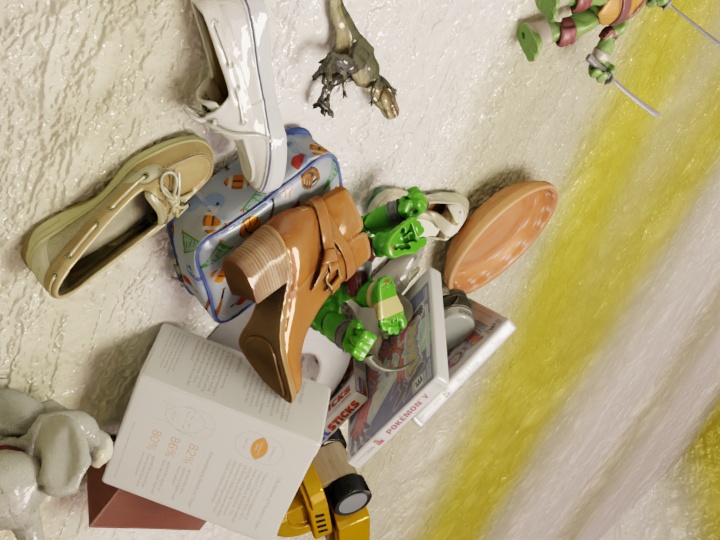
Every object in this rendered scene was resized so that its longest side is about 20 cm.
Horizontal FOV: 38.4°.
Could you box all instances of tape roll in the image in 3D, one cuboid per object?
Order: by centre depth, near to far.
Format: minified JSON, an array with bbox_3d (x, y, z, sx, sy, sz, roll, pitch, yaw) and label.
[{"bbox_3d":[-0.107,0.120,1.249,0.199,0.066,0.201,-31,145,-24],"label":"tape roll"}]

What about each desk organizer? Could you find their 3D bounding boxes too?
[{"bbox_3d":[-0.245,0.256,1.228,0.077,0.072,0.199,-50,148,10],"label":"desk organizer"}]

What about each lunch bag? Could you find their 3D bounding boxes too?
[{"bbox_3d":[-0.106,-0.042,1.068,0.199,0.076,0.161,-35,148,-20],"label":"lunch bag"}]

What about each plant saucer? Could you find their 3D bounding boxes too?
[{"bbox_3d":[0.186,-0.050,1.409,0.199,0.038,0.201,-35,157,-17],"label":"plant saucer"}]

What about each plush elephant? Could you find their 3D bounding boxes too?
[{"bbox_3d":[-0.324,0.191,0.965,0.163,0.156,0.201,-17,135,-7],"label":"plush elephant"}]

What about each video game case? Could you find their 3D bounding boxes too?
[{"bbox_3d":[0.042,0.118,1.287,0.023,0.201,0.182,28,124,-21],"label":"video game case"},{"bbox_3d":[0.116,0.120,1.427,0.182,0.200,0.024,-45,103,-2],"label":"video game case"}]

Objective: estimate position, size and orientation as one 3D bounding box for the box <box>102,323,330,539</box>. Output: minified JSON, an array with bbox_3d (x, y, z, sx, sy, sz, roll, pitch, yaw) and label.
[{"bbox_3d":[-0.153,0.176,1.115,0.107,0.198,0.153,-80,-166,-62],"label":"box"}]

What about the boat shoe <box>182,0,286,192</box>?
[{"bbox_3d":[-0.120,-0.152,0.923,0.085,0.075,0.204,-22,131,-22],"label":"boat shoe"}]

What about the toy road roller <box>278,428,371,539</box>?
[{"bbox_3d":[-0.070,0.326,1.471,0.145,0.123,0.201,-20,141,-13],"label":"toy road roller"}]

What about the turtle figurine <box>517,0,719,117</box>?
[{"bbox_3d":[0.295,-0.276,1.193,0.192,0.144,0.202,-11,93,-19],"label":"turtle figurine"}]

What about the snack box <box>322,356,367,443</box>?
[{"bbox_3d":[-0.063,0.201,1.343,0.024,0.072,0.200,33,115,-23],"label":"snack box"}]

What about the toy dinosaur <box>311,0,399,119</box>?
[{"bbox_3d":[-0.014,-0.205,1.026,0.088,0.047,0.200,-53,150,-17],"label":"toy dinosaur"}]

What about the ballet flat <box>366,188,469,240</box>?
[{"bbox_3d":[0.084,-0.060,1.279,0.199,0.062,0.068,-1,127,-49],"label":"ballet flat"}]

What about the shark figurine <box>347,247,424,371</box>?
[{"bbox_3d":[0.007,0.055,1.282,0.089,0.216,0.128,37,131,-21],"label":"shark figurine"}]

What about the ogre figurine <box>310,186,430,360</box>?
[{"bbox_3d":[0.000,0.000,1.154,0.098,0.119,0.202,14,81,-45],"label":"ogre figurine"}]

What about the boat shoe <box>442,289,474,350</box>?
[{"bbox_3d":[0.070,0.095,1.417,0.199,0.064,0.071,-32,129,21],"label":"boat shoe"}]

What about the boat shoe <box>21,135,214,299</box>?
[{"bbox_3d":[-0.210,-0.049,0.946,0.200,0.063,0.074,-34,146,-19],"label":"boat shoe"}]

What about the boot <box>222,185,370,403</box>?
[{"bbox_3d":[-0.050,0.026,1.046,0.154,0.073,0.201,-37,137,-31],"label":"boot"}]
